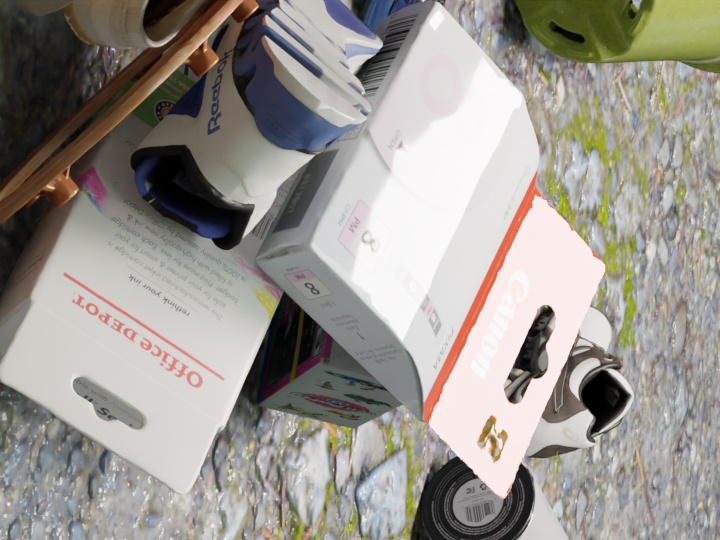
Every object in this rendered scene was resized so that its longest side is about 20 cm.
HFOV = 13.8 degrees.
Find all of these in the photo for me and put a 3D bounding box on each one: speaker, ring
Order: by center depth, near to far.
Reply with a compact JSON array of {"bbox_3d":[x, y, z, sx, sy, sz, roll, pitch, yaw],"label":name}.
[{"bbox_3d":[-0.114,-0.066,1.337,0.019,0.200,0.201,49,39,-9],"label":"ring"},{"bbox_3d":[0.107,0.200,2.009,0.200,0.081,0.082,59,43,-54],"label":"speaker"}]

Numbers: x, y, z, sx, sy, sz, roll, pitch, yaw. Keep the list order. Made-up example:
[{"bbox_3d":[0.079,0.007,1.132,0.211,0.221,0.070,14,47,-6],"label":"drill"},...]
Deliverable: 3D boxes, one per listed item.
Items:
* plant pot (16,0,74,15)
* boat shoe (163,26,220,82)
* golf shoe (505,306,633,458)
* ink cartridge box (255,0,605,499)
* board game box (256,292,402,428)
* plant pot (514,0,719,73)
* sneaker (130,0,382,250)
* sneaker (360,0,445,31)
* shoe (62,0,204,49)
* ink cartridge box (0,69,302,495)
[{"bbox_3d":[-0.126,-0.230,1.290,0.134,0.200,0.201,42,49,-19],"label":"plant pot"},{"bbox_3d":[-0.059,-0.040,1.569,0.075,0.086,0.204,-4,99,-66],"label":"boat shoe"},{"bbox_3d":[0.153,0.083,2.072,0.200,0.094,0.078,-46,135,-57],"label":"golf shoe"},{"bbox_3d":[0.053,-0.009,1.495,0.200,0.057,0.163,42,56,-24],"label":"ink cartridge box"},{"bbox_3d":[0.000,0.000,1.622,0.200,0.064,0.149,137,-36,-76],"label":"board game box"},{"bbox_3d":[0.198,-0.217,2.026,0.189,0.199,0.202,-20,115,-49],"label":"plant pot"},{"bbox_3d":[-0.057,-0.079,1.413,0.081,0.115,0.200,42,17,-12],"label":"sneaker"},{"bbox_3d":[0.044,-0.097,1.800,0.075,0.078,0.202,-26,119,-63],"label":"sneaker"},{"bbox_3d":[-0.052,-0.174,1.337,0.200,0.053,0.070,-51,122,-14],"label":"shoe"},{"bbox_3d":[-0.106,0.011,1.434,0.117,0.067,0.201,34,55,-16],"label":"ink cartridge box"}]
